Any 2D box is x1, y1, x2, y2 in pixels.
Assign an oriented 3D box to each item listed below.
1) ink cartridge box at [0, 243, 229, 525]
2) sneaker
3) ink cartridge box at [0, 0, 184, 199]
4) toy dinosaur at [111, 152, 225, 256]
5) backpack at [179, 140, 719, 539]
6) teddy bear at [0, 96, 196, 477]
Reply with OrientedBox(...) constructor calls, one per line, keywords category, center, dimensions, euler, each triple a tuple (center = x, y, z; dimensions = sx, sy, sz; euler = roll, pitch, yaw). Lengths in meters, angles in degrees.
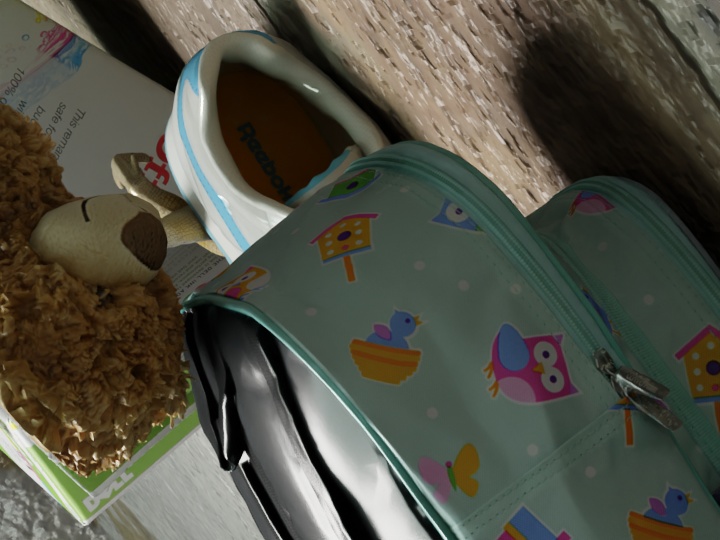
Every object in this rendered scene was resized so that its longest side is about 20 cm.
OrientedBox(category="ink cartridge box", center=(-0.096, 0.052, 1.356), dimensions=(0.076, 0.148, 0.200), euler=(57, 167, -30))
OrientedBox(category="sneaker", center=(0.000, 0.000, 1.029), dimensions=(0.200, 0.076, 0.081), euler=(48, 166, 9))
OrientedBox(category="ink cartridge box", center=(-0.190, -0.048, 1.259), dimensions=(0.199, 0.146, 0.145), euler=(31, 170, -16))
OrientedBox(category="toy dinosaur", center=(-0.048, -0.023, 1.121), dimensions=(0.101, 0.058, 0.200), euler=(47, -163, 28))
OrientedBox(category="backpack", center=(0.044, 0.054, 0.835), dimensions=(0.200, 0.153, 0.176), euler=(46, 168, -4))
OrientedBox(category="teddy bear", center=(-0.119, -0.033, 0.798), dimensions=(0.200, 0.067, 0.145), euler=(45, 178, 35))
